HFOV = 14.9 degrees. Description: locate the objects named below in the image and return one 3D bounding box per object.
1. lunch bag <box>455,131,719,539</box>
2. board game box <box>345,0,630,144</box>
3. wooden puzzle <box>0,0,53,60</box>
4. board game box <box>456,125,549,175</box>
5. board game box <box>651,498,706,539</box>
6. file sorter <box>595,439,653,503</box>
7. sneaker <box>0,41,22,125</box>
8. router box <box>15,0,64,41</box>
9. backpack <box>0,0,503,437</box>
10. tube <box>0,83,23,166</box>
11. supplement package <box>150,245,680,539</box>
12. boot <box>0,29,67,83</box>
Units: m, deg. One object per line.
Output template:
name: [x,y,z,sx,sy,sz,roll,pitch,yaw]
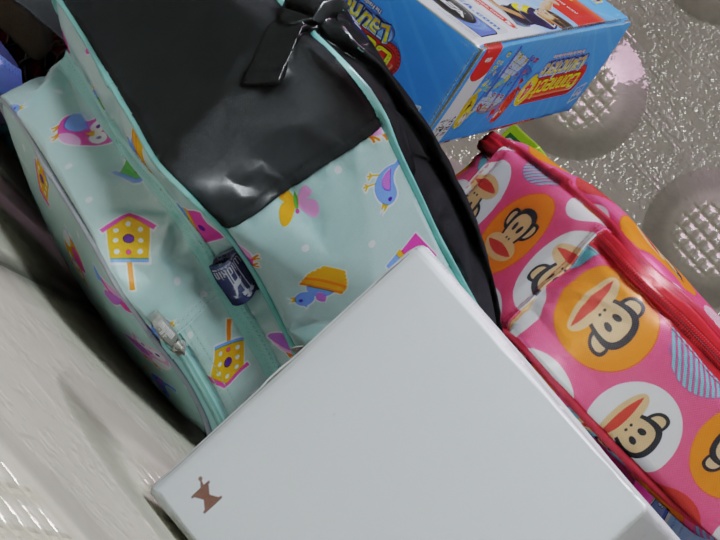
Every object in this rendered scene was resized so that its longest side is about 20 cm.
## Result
lunch bag: [0.114,0.038,1.206,0.176,0.082,0.200,46,1,-28]
board game box: [0.001,-0.143,1.244,0.200,0.056,0.196,39,21,15]
wooden puzzle: [-0.226,-0.172,1.325,0.185,0.046,0.200,44,2,-14]
board game box: [0.049,0.023,1.576,0.102,0.200,0.048,48,1,-26]
board game box: [0.192,0.186,1.420,0.056,0.201,0.196,8,28,-34]
file sorter: [0.072,0.085,1.461,0.125,0.140,0.200,22,8,-11]
sneaker: [-0.191,-0.145,1.154,0.200,0.082,0.074,52,1,25]
router box: [-0.077,-0.096,1.246,0.200,0.052,0.157,40,5,-23]
backpack: [-0.037,-0.022,1.083,0.200,0.153,0.176,49,1,-43]
tube: [-0.096,-0.010,1.240,0.200,0.050,0.077,46,-24,-11]
supplement package: [0.035,0.095,0.923,0.117,0.117,0.200,49,2,22]
boot: [-0.153,-0.090,1.393,0.144,0.073,0.200,38,3,12]
